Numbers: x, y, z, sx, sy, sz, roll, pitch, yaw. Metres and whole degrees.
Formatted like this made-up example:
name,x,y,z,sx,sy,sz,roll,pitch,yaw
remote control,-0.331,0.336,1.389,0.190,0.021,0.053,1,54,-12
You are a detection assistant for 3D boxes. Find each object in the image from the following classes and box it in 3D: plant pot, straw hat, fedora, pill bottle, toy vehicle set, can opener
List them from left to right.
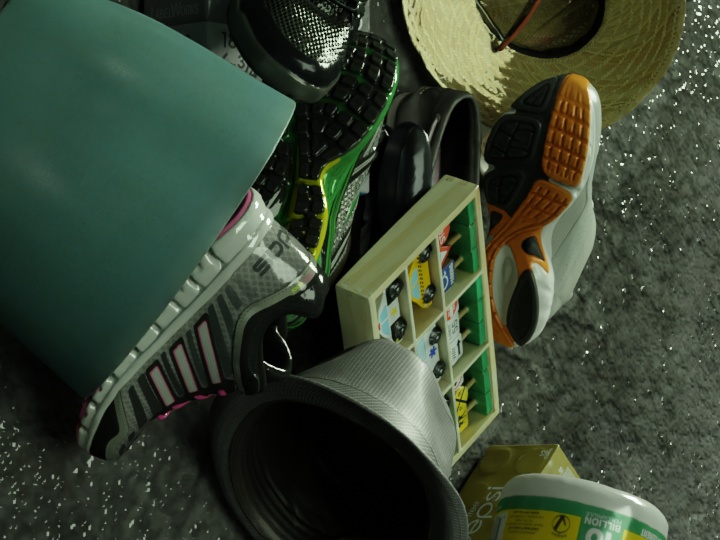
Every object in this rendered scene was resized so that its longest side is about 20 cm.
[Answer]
name,x,y,z,sx,sy,sz,roll,pitch,yaw
plant pot,-0.157,-0.059,1.339,0.161,0.201,0.201,37,59,-8
fedora,0.000,0.108,1.488,0.090,0.176,0.201,-54,161,-39
can opener,0.000,0.000,1.584,0.063,0.079,0.201,12,92,-7
toy vehicle set,0.040,0.053,1.576,0.124,0.026,0.201,-46,143,-36
straw hat,0.121,-0.194,1.693,0.200,0.085,0.202,-1,103,-4
pill bottle,0.123,0.241,1.557,0.113,0.112,0.201,30,67,-40

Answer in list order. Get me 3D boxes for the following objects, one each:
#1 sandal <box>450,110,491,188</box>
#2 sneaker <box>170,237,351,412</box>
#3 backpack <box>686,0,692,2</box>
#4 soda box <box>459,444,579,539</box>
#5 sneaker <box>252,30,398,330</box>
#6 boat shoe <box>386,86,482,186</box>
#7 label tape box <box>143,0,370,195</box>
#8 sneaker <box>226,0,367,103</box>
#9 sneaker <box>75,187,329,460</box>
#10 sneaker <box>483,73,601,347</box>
name,x,y,z,sx,sy,sz,roll,pitch,yaw
sandal,0.137,-0.118,1.734,0.200,0.054,0.082,-30,108,-42
sneaker,-0.081,0.006,1.495,0.200,0.070,0.076,-44,116,-38
backpack,0.204,-0.285,1.726,0.200,0.183,0.147,54,53,-18
soda box,0.079,0.208,1.642,0.200,0.068,0.064,-53,122,-33
sneaker,-0.033,-0.057,1.471,0.085,0.078,0.201,74,37,-65
boat shoe,0.049,-0.025,1.636,0.067,0.057,0.201,5,83,-46
label tape box,-0.064,-0.150,1.527,0.144,0.063,0.201,4,85,-46
sneaker,-0.014,-0.179,1.423,0.076,0.114,0.200,36,31,-10
sneaker,-0.086,0.048,1.378,0.087,0.200,0.074,35,28,-7
sneaker,0.130,-0.050,1.678,0.092,0.075,0.201,-30,142,-50
